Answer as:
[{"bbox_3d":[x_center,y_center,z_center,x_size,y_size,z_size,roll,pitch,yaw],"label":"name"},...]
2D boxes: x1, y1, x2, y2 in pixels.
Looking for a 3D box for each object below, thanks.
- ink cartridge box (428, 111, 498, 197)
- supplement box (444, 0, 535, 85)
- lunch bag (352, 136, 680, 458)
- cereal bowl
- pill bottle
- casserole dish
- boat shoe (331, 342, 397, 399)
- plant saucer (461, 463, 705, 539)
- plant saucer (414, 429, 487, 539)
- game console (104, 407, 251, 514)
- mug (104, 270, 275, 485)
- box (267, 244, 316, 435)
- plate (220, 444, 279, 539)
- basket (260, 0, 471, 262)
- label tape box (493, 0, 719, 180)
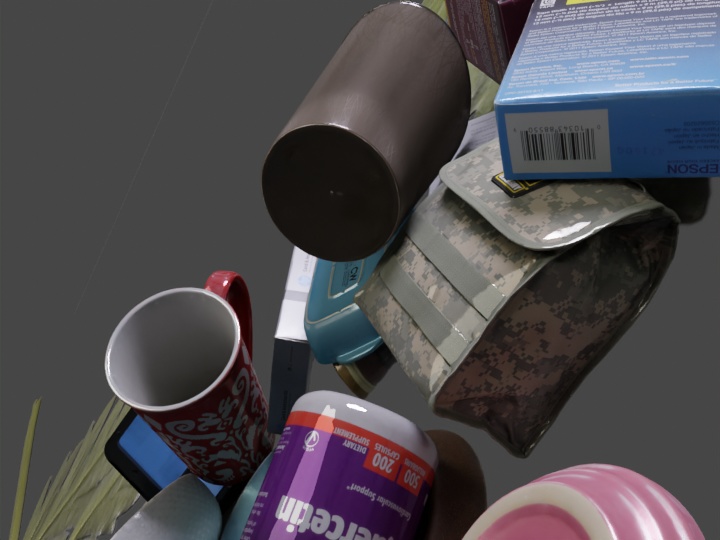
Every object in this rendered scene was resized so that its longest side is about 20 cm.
[{"bbox_3d":[0.113,-0.040,0.788,0.162,0.056,0.204,-8,74,62],"label":"ink cartridge box"},{"bbox_3d":[0.153,-0.236,0.809,0.109,0.087,0.201,-18,27,-2],"label":"supplement box"},{"bbox_3d":[0.107,-0.003,0.623,0.201,0.117,0.164,-53,32,10],"label":"lunch bag"},{"bbox_3d":[-0.210,0.309,0.898,0.201,0.083,0.200,-49,-10,-12],"label":"cereal bowl"},{"bbox_3d":[-0.026,0.192,0.591,0.112,0.112,0.202,-17,47,59],"label":"pill bottle"},{"bbox_3d":[0.000,0.000,0.816,0.120,0.039,0.202,-28,32,27],"label":"casserole dish"},{"bbox_3d":[0.008,0.047,0.858,0.064,0.074,0.201,-31,29,12],"label":"boat shoe"},{"bbox_3d":[0.100,0.197,0.482,0.201,0.050,0.202,-45,26,30],"label":"plant saucer"},{"bbox_3d":[0.017,0.209,0.668,0.200,0.034,0.202,-45,26,29],"label":"plant saucer"},{"bbox_3d":[-0.220,0.224,1.047,0.201,0.115,0.177,-52,23,17],"label":"game console"},{"bbox_3d":[-0.145,0.116,0.910,0.133,0.201,0.177,35,67,31],"label":"mug"},{"bbox_3d":[-0.062,0.048,0.940,0.157,0.040,0.202,100,180,-46],"label":"box"},{"bbox_3d":[-0.082,0.253,0.836,0.200,0.025,0.202,-46,25,28],"label":"plate"},{"bbox_3d":[0.006,-0.104,0.731,0.201,0.134,0.183,-60,-18,-53],"label":"basket"},{"bbox_3d":[0.183,-0.144,0.615,0.141,0.067,0.201,1,38,23],"label":"label tape box"}]
